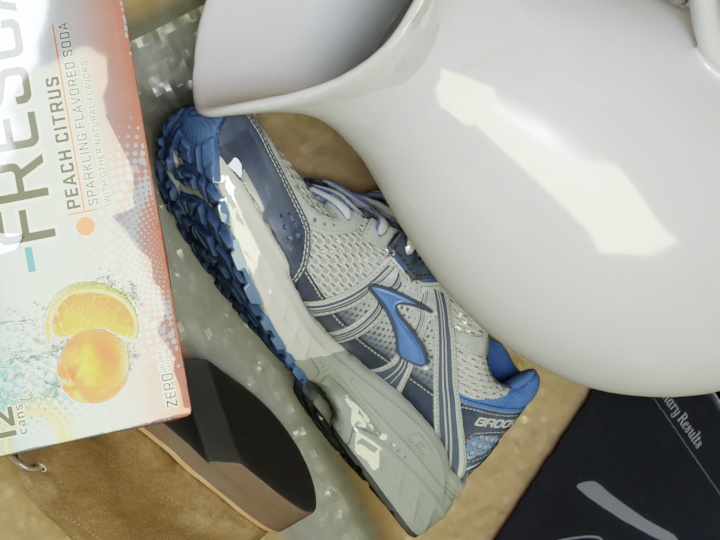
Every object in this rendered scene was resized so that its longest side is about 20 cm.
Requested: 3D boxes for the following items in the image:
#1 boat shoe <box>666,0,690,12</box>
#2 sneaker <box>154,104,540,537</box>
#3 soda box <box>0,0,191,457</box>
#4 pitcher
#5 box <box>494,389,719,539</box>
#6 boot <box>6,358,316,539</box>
[{"bbox_3d":[0.139,-0.160,0.934,0.065,0.072,0.201,4,128,-27],"label":"boat shoe"},{"bbox_3d":[0.000,0.000,0.991,0.085,0.077,0.200,-39,134,-5],"label":"sneaker"},{"bbox_3d":[-0.103,-0.049,0.872,0.068,0.064,0.201,-11,99,-13],"label":"soda box"},{"bbox_3d":[0.074,-0.055,0.906,0.200,0.122,0.171,35,129,-30],"label":"pitcher"},{"bbox_3d":[0.120,0.139,1.067,0.104,0.148,0.200,21,113,-30],"label":"box"},{"bbox_3d":[-0.100,0.044,0.979,0.075,0.074,0.200,-33,129,15],"label":"boot"}]
